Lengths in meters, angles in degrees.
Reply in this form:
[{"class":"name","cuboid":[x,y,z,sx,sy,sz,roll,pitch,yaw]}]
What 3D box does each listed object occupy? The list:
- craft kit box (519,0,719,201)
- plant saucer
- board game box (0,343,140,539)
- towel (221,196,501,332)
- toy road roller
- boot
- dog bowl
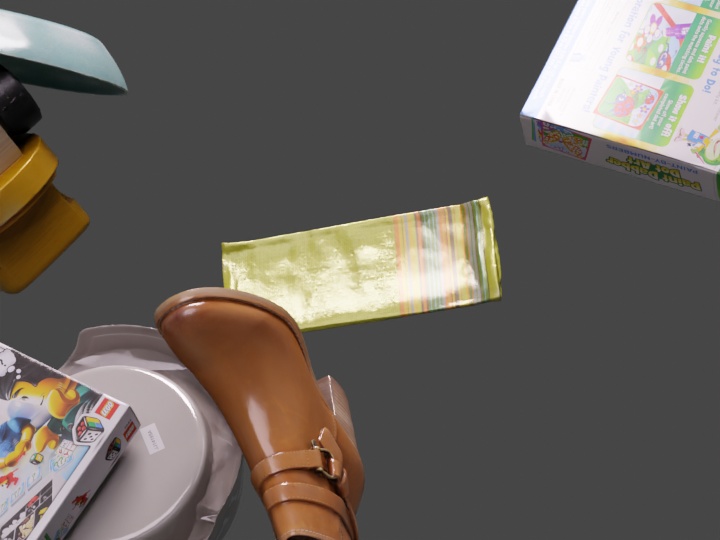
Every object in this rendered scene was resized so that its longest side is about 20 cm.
[{"class":"craft kit box","cuboid":[0.246,-0.153,1.779,0.197,0.049,0.200,17,63,23]},{"class":"plant saucer","cuboid":[-0.266,-0.167,1.797,0.200,0.200,0.036,11,88,17]},{"class":"board game box","cuboid":[-0.253,0.151,1.618,0.126,0.035,0.200,23,65,24]},{"class":"towel","cuboid":[0.000,0.000,1.745,0.200,0.018,0.086,-9,56,5]},{"class":"toy road roller","cuboid":[-0.289,-0.063,1.799,0.123,0.146,0.200,-44,23,-17]},{"class":"boot","cuboid":[-0.057,0.111,1.579,0.074,0.200,0.155,-29,44,24]},{"class":"dog bowl","cuboid":[-0.171,0.136,1.667,0.200,0.059,0.200,-5,58,8]}]
